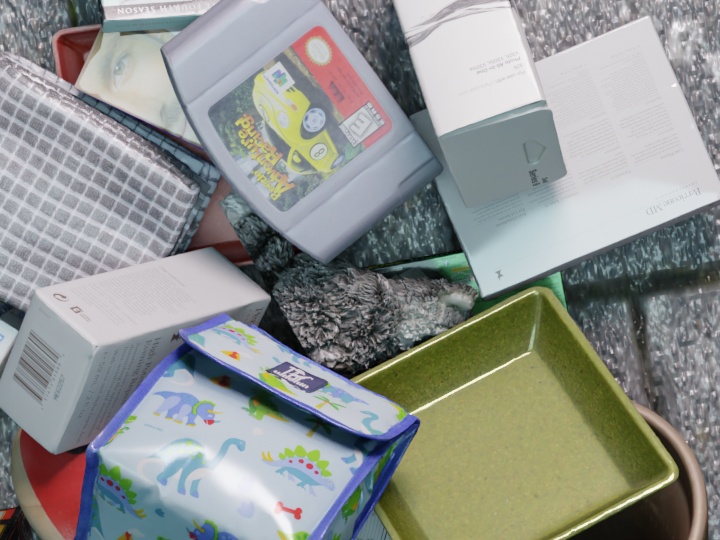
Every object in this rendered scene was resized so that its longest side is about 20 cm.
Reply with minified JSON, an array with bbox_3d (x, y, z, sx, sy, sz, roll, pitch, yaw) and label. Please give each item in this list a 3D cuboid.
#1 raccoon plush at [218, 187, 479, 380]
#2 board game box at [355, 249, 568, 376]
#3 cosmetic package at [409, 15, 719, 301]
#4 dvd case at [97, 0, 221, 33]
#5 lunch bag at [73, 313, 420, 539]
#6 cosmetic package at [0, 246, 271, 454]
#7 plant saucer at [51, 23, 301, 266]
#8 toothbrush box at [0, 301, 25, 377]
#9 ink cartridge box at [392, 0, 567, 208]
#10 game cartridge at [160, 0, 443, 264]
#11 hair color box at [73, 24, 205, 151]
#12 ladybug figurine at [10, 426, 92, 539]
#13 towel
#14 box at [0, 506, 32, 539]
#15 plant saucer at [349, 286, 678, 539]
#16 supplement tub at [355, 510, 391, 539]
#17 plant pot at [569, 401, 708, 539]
[{"bbox_3d":[0.000,0.000,1.600,0.134,0.097,0.200,-31,104,-1],"label":"raccoon plush"},{"bbox_3d":[0.063,0.039,1.665,0.199,0.023,0.105,-10,94,4],"label":"board game box"},{"bbox_3d":[0.157,-0.084,1.621,0.199,0.052,0.151,-22,81,4],"label":"cosmetic package"},{"bbox_3d":[-0.134,-0.270,1.574,0.145,0.022,0.201,-5,68,-14],"label":"dvd case"},{"bbox_3d":[-0.072,0.127,1.455,0.170,0.200,0.128,27,133,12],"label":"lunch bag"},{"bbox_3d":[-0.162,0.055,1.542,0.074,0.200,0.102,39,120,24],"label":"cosmetic package"},{"bbox_3d":[-0.124,-0.100,1.649,0.199,0.037,0.200,-8,96,2],"label":"plant saucer"},{"bbox_3d":[-0.375,0.051,1.650,0.200,0.085,0.147,31,96,-1],"label":"toothbrush box"},{"bbox_3d":[0.077,-0.166,1.543,0.084,0.146,0.201,-19,68,5],"label":"ink cartridge box"},{"bbox_3d":[-0.047,-0.110,1.539,0.133,0.041,0.200,-38,106,0],"label":"game cartridge"},{"bbox_3d":[-0.100,-0.142,1.594,0.199,0.065,0.110,25,96,1],"label":"hair color box"},{"bbox_3d":[-0.183,0.146,1.553,0.135,0.200,0.072,14,120,-24],"label":"ladybug figurine"},{"bbox_3d":[-0.225,-0.048,1.598,0.200,0.086,0.166,30,98,-1],"label":"towel"},{"bbox_3d":[-0.332,0.238,1.612,0.136,0.200,0.040,-10,102,4],"label":"box"},{"bbox_3d":[0.097,0.132,1.534,0.199,0.048,0.200,-26,53,-9],"label":"plant saucer"},{"bbox_3d":[-0.032,0.168,1.615,0.199,0.123,0.123,7,97,-20],"label":"supplement tub"},{"bbox_3d":[0.163,0.218,1.595,0.199,0.175,0.201,-5,52,7],"label":"plant pot"}]
